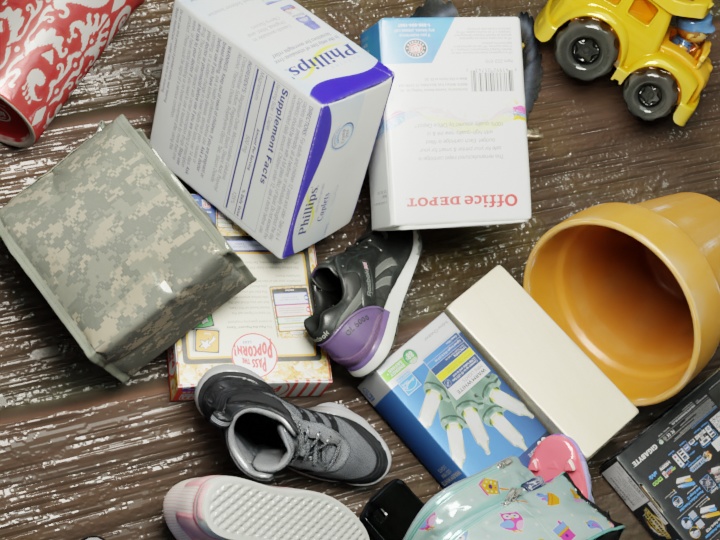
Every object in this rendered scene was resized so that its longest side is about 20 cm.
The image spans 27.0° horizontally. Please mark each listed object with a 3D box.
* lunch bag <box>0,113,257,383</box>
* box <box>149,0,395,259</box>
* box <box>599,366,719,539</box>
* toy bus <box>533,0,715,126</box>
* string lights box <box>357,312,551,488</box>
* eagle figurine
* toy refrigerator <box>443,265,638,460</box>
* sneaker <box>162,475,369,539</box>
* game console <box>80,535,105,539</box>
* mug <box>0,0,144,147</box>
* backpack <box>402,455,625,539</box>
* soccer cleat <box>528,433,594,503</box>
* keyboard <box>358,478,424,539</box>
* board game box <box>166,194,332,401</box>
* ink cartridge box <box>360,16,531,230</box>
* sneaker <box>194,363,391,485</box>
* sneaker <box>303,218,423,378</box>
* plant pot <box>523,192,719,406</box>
[{"bbox_3d":[-0.224,-0.026,1.377,0.164,0.118,0.200,-39,70,-3],"label":"lunch bag"},{"bbox_3d":[-0.089,-0.149,1.426,0.200,0.184,0.105,39,44,24],"label":"box"},{"bbox_3d":[0.377,0.218,1.519,0.200,0.050,0.199,-35,81,-27],"label":"box"},{"bbox_3d":[0.319,-0.284,1.628,0.200,0.192,0.136,33,30,-3],"label":"toy bus"},{"bbox_3d":[0.104,0.152,1.457,0.103,0.059,0.200,-38,83,-29],"label":"string lights box"},{"bbox_3d":[0.133,-0.195,1.603,0.152,0.151,0.200,51,17,-35],"label":"eagle figurine"},{"bbox_3d":[0.173,0.099,1.486,0.076,0.070,0.200,-39,77,-19],"label":"toy refrigerator"},{"bbox_3d":[-0.089,0.232,1.358,0.200,0.105,0.075,26,66,-34],"label":"sneaker"},{"bbox_3d":[-0.253,0.325,1.238,0.200,0.116,0.176,-26,77,-26],"label":"game console"},{"bbox_3d":[-0.328,-0.230,1.480,0.133,0.177,0.200,46,60,-36],"label":"mug"},{"bbox_3d":[0.113,0.267,1.303,0.153,0.176,0.200,39,33,21],"label":"backpack"},{"bbox_3d":[0.202,0.246,1.409,0.076,0.067,0.200,-21,102,-56],"label":"soccer cleat"},{"bbox_3d":[0.067,0.296,1.405,0.200,0.040,0.104,48,39,8],"label":"keyboard"},{"bbox_3d":[-0.115,0.024,1.454,0.151,0.046,0.200,0,67,-17],"label":"board game box"},{"bbox_3d":[0.081,-0.139,1.454,0.144,0.085,0.200,-3,88,-16],"label":"ink cartridge box"},{"bbox_3d":[-0.057,0.159,1.358,0.200,0.114,0.076,26,101,-16],"label":"sneaker"},{"bbox_3d":[0.000,0.000,1.458,0.088,0.076,0.200,36,45,-25],"label":"sneaker"},{"bbox_3d":[0.298,0.009,1.520,0.183,0.200,0.200,-31,78,-42],"label":"plant pot"}]
